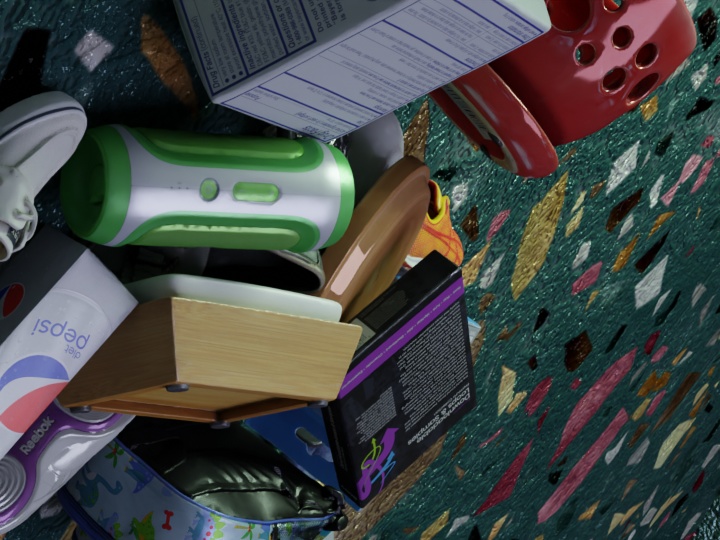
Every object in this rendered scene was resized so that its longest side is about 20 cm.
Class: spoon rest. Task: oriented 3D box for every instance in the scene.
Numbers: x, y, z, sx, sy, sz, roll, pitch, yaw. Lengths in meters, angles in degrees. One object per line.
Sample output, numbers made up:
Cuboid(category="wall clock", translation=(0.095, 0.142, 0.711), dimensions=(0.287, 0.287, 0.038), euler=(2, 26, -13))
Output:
Cuboid(category="spoon rest", translation=(-0.023, -0.053, 1.791), dimensions=(0.201, 0.060, 0.100), euler=(-60, 162, -21))

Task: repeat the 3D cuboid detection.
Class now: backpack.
Cuboid(category="backpack", translation=(-0.145, 0.195, 1.723), dimensions=(0.148, 0.183, 0.200), euler=(-59, 152, 11))

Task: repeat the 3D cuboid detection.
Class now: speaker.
Cuboid(category="speaker", translation=(-0.105, -0.056, 1.496), dimensions=(0.199, 0.089, 0.089), euler=(2, 125, -34))

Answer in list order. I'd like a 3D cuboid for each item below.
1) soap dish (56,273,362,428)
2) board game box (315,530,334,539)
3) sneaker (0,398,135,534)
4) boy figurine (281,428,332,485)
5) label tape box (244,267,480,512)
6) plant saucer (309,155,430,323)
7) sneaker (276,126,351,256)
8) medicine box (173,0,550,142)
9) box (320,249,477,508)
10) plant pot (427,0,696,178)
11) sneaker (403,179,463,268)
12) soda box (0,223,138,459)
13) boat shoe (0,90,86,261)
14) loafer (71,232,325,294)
Cuboid(category="soap dish", translation=(-0.119, 0.063, 1.579), dimensions=(0.199, 0.156, 0.082), euler=(10, 71, -47))
Cuboid(category="board game box", translation=(-0.142, 0.263, 1.870), dimensions=(0.200, 0.147, 0.065), euler=(-41, 152, -29))
Cuboid(category="sneaker", translation=(-0.244, 0.130, 1.614), dimensions=(0.200, 0.075, 0.100), euler=(-42, 178, -32))
Cuboid(category="boy figurine", translation=(-0.062, 0.211, 2.057), dimensions=(0.124, 0.064, 0.201), euler=(-30, 148, -44))
Cuboid(category="label tape box", translation=(-0.010, 0.089, 1.884), dimensions=(0.201, 0.143, 0.066), euler=(-56, 157, 6))
Cuboid(category="plant saucer", translation=(0.000, 0.000, 1.726), dimensions=(0.201, 0.032, 0.201), euler=(-54, 169, -15))
Cuboid(category="sneaker", translation=(-0.053, -0.072, 1.663), dimensions=(0.074, 0.079, 0.201), euler=(-53, 156, -34))
Cuboid(category="medicine box", translation=(0.002, -0.184, 1.471), dimensions=(0.199, 0.104, 0.182), euler=(-25, 165, 19))
Cuboid(category="box", translation=(0.030, 0.092, 1.761), dimensions=(0.143, 0.036, 0.201), euler=(-39, 146, -21))
Cuboid(category="plant pot", translation=(0.140, -0.191, 1.727), dimensions=(0.182, 0.200, 0.201), euler=(-43, 156, -3))
Cuboid(category="sneaker", translation=(0.061, -0.040, 1.915), dimensions=(0.078, 0.073, 0.200), euler=(-66, 169, 4))
Cuboid(category="soda box", translation=(-0.248, 0.068, 1.467), dimensions=(0.200, 0.068, 0.064), euler=(-49, 127, -12))
Cuboid(category="boat shoe", translation=(-0.239, -0.035, 1.365), dimensions=(0.200, 0.070, 0.071), euler=(-41, 154, -27))
Cuboid(category="loafer", translation=(-0.112, -0.014, 1.565), dimensions=(0.199, 0.063, 0.072), euler=(0, 132, -35))
